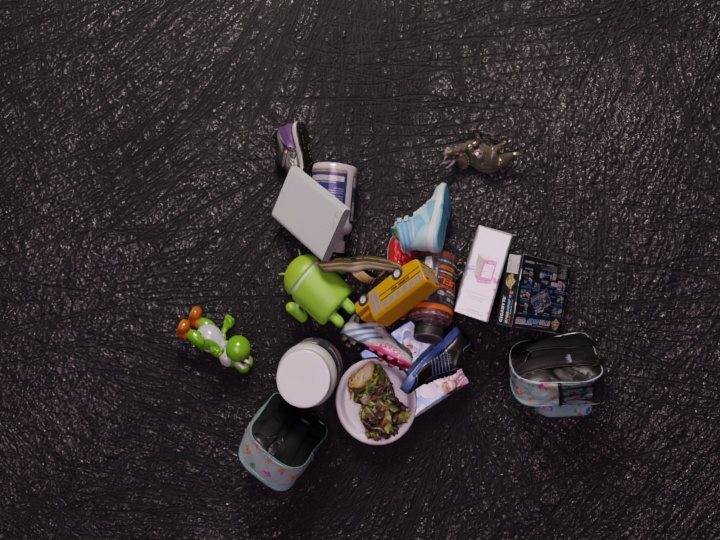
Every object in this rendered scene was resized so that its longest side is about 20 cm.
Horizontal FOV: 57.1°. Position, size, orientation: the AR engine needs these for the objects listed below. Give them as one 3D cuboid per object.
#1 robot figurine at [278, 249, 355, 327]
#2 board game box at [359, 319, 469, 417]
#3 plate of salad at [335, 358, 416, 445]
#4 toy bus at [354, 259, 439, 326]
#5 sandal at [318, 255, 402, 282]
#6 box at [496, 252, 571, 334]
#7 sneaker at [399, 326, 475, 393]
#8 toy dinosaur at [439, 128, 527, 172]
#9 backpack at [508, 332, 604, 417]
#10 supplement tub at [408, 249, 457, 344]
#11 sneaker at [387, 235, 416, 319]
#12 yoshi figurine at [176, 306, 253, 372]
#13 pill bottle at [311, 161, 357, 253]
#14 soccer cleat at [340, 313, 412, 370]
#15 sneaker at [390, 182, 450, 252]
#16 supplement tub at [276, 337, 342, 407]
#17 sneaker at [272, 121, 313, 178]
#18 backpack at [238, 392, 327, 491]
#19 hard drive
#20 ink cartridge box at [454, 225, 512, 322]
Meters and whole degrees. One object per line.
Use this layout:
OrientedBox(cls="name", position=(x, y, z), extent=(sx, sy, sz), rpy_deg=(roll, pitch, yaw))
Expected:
OrientedBox(cls="robot figurine", position=(-0.099, 0.045, 1.571), extent=(0.199, 0.116, 0.176), rpy_deg=(41, 87, 4))
OrientedBox(cls="board game box", position=(0.129, 0.231, 1.589), extent=(0.196, 0.043, 0.203), rpy_deg=(-32, 87, 5))
OrientedBox(cls="plate of salad", position=(0.035, 0.310, 1.555), extent=(0.194, 0.048, 0.207), rpy_deg=(0, 91, 8))
OrientedBox(cls="toy bus", position=(0.079, 0.058, 1.488), extent=(0.199, 0.064, 0.080), rpy_deg=(-39, 50, 24))
OrientedBox(cls="sandal", position=(0.000, 0.000, 1.525), extent=(0.194, 0.080, 0.056), rpy_deg=(-1, 104, -5))
OrientedBox(cls="box", position=(0.398, 0.054, 1.506), extent=(0.045, 0.197, 0.164), rpy_deg=(10, 91, 49))
OrientedBox(cls="sneaker", position=(0.180, 0.223, 1.523), extent=(0.200, 0.070, 0.078), rpy_deg=(-43, 81, -7))
OrientedBox(cls="toy dinosaur", position=(0.294, -0.276, 1.574), extent=(0.194, 0.077, 0.105), rpy_deg=(14, 103, -1))
OrientedBox(cls="backpack", position=(0.435, 0.235, 1.498), extent=(0.194, 0.179, 0.154), rpy_deg=(-2, 120, 5))
OrientedBox(cls="supplement tub", position=(0.166, 0.062, 1.525), extent=(0.104, 0.107, 0.205), rpy_deg=(6, 69, 4))
OrientedBox(cls="sneaker", position=(0.102, 0.014, 1.571), extent=(0.075, 0.085, 0.206), rpy_deg=(-4, 90, 4))
OrientedBox(cls="yoshi figurine", position=(-0.339, 0.165, 1.597), extent=(0.197, 0.112, 0.114), rpy_deg=(33, 86, 1))
OrientedBox(cls="pill bottle", position=(-0.069, -0.147, 1.572), extent=(0.108, 0.111, 0.206), rpy_deg=(5, 90, 4))
OrientedBox(cls="soccer cleat", position=(0.044, 0.160, 1.542), extent=(0.196, 0.070, 0.088), rpy_deg=(21, 69, 25))
OrientedBox(cls="sneaker", position=(0.139, -0.127, 1.550), extent=(0.127, 0.081, 0.203), rpy_deg=(-2, 46, 23))
OrientedBox(cls="supplement tub", position=(-0.117, 0.235, 1.530), extent=(0.136, 0.200, 0.145), rpy_deg=(0, 90, 4))
OrientedBox(cls="sneaker", position=(-0.163, -0.252, 1.611), extent=(0.085, 0.075, 0.206), rpy_deg=(-8, 89, 24))
OrientedBox(cls="backpack", position=(-0.192, 0.408, 1.536), extent=(0.174, 0.200, 0.155), rpy_deg=(37, 109, 2))
OrientedBox(cls="hard drive", position=(-0.117, -0.133, 1.522), extent=(0.199, 0.026, 0.134), rpy_deg=(40, 114, 32))
OrientedBox(cls="ink cartridge box", position=(0.280, 0.006, 1.527), extent=(0.083, 0.144, 0.205), rpy_deg=(17, 91, 7))
